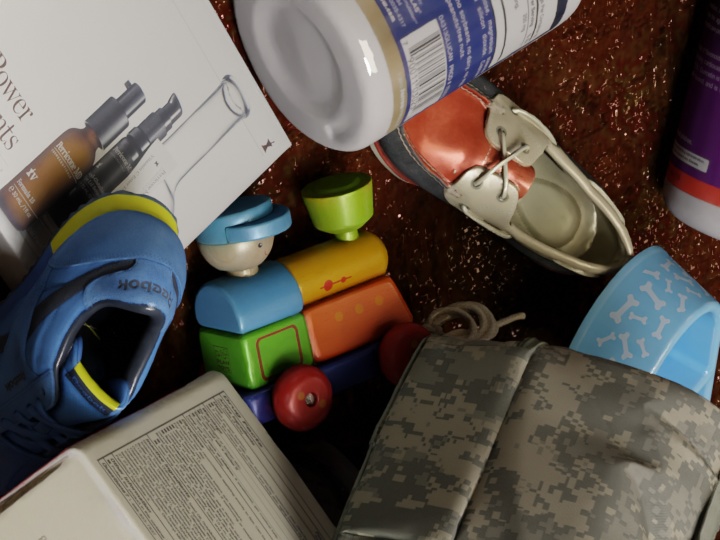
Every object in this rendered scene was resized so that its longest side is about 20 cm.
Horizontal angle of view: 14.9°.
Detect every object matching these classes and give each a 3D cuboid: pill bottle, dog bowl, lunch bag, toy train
[{"bbox_3d":[0.248,-0.116,1.581,0.112,0.112,0.201,-1,110,-41],"label":"pill bottle"},{"bbox_3d":[0.161,0.075,1.591,0.111,0.049,0.201,-45,154,-30],"label":"dog bowl"},{"bbox_3d":[0.091,0.137,1.354,0.200,0.167,0.140,-61,145,-47],"label":"lunch bag"},{"bbox_3d":[0.000,0.000,1.444,0.199,0.084,0.116,-21,109,-34],"label":"toy train"},{"bbox_3d":[0.043,-0.153,1.381,0.200,0.111,0.112,-33,129,-27],"label":"pill bottle"}]

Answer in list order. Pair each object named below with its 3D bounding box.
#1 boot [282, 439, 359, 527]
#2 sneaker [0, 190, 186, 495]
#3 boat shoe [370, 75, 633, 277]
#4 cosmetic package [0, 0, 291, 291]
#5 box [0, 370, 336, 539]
[{"bbox_3d":[0.029,0.113,1.535,0.132,0.070,0.200,-52,146,-14],"label":"boot"},{"bbox_3d":[-0.144,0.053,1.284,0.066,0.079,0.200,20,129,-25],"label":"sneaker"},{"bbox_3d":[0.077,-0.054,1.492,0.200,0.062,0.071,37,85,-44],"label":"boat shoe"},{"bbox_3d":[-0.135,-0.084,1.296,0.151,0.052,0.200,-47,133,-18],"label":"cosmetic package"},{"bbox_3d":[-0.101,0.142,1.301,0.109,0.128,0.200,-38,176,17],"label":"box"}]
